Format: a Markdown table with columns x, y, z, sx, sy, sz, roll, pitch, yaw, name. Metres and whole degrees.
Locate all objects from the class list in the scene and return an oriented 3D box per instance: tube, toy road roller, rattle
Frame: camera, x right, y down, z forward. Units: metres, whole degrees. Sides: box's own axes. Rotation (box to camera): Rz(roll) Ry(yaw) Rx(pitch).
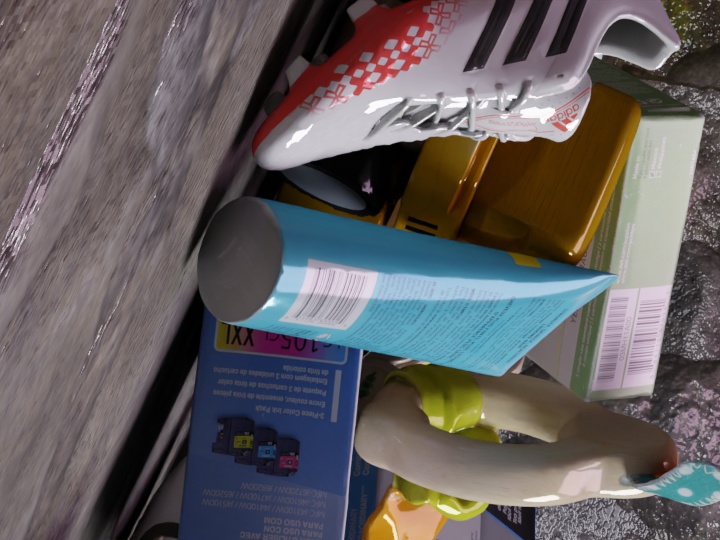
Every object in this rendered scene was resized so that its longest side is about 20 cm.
| x | y | z | sx | sy | sz | roll | pitch | yaw | name |
| --- | --- | --- | --- | --- | --- | --- | --- | --- | --- |
| 0.021 | 0.011 | 1.020 | 0.077 | 0.199 | 0.051 | -37 | -123 | 33 | tube |
| 0.043 | -0.053 | 1.120 | 0.200 | 0.145 | 0.124 | 103 | 13 | -76 | toy road roller |
| 0.093 | 0.126 | 1.172 | 0.130 | 0.198 | 0.144 | 5 | 98 | -76 | rattle |

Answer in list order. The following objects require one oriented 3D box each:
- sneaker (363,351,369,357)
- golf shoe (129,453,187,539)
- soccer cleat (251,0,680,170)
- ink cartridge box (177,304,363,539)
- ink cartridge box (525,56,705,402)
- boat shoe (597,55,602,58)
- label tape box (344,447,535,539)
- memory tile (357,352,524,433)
| x | y | z | sx | sy | sz | roll | pitch | yaw | name |
| --- | --- | --- | --- | --- | --- | --- | --- | --- | --- |
| 0.000 | 0.000 | 1.299 | 0.200 | 0.082 | 0.071 | -63 | 142 | -38 | sneaker |
| -0.093 | 0.162 | 1.176 | 0.088 | 0.077 | 0.201 | 90 | 22 | -62 | golf shoe |
| 0.046 | -0.080 | 0.984 | 0.199 | 0.085 | 0.069 | -31 | 173 | -29 | soccer cleat |
| -0.042 | 0.115 | 1.089 | 0.137 | 0.076 | 0.202 | 96 | -2 | -78 | ink cartridge box |
| 0.090 | -0.041 | 1.214 | 0.200 | 0.048 | 0.147 | 38 | -54 | 54 | ink cartridge box |
| 0.086 | -0.172 | 1.297 | 0.200 | 0.071 | 0.069 | 52 | 47 | -49 | boat shoe |
| 0.012 | 0.135 | 1.329 | 0.066 | 0.200 | 0.144 | -29 | -144 | 30 | label tape box |
| 0.025 | 0.018 | 1.352 | 0.017 | 0.152 | 0.201 | 89 | 18 | -44 | memory tile |
